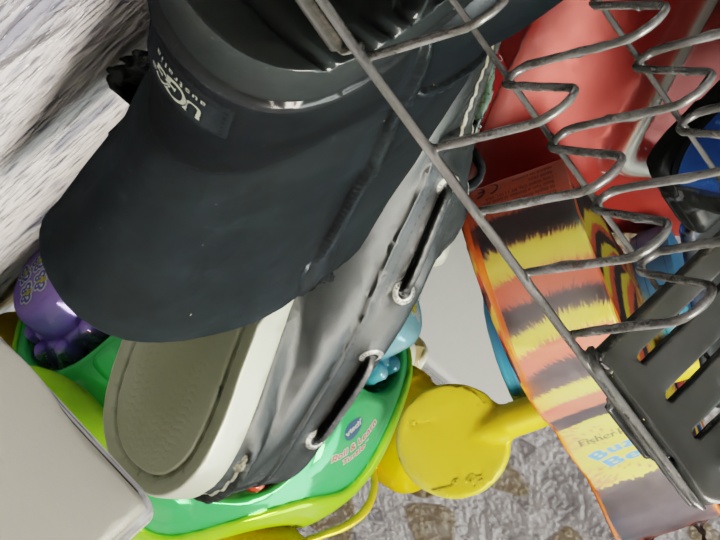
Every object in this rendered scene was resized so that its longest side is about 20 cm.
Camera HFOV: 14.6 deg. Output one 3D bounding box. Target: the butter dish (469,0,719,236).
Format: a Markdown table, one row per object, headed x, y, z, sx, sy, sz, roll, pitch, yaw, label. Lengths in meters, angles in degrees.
| x | y | z | sx | sy | sz | roll | pitch | yaw | label |
| --- | --- | --- | --- | --- | --- | --- | --- | --- | --- |
| 0.118 | -0.122 | 0.887 | 0.200 | 0.148 | 0.200 | 2 | 130 | -35 | butter dish |

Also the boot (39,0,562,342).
| x | y | z | sx | sy | sz | roll | pitch | yaw | label |
| --- | --- | --- | --- | --- | --- | --- | --- | --- | --- |
| 0.014 | -0.071 | 0.682 | 0.200 | 0.076 | 0.168 | -36 | 172 | -24 | boot |

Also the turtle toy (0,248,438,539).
| x | y | z | sx | sy | sz | roll | pitch | yaw | label |
| --- | --- | --- | --- | --- | --- | --- | --- | --- | --- |
| -0.061 | 0.037 | 0.888 | 0.200 | 0.146 | 0.101 | -41 | 157 | -32 | turtle toy |

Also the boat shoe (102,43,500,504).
| x | y | z | sx | sy | sz | roll | pitch | yaw | label |
| --- | --- | --- | --- | --- | --- | --- | --- | --- | --- |
| -0.001 | -0.021 | 0.797 | 0.066 | 0.074 | 0.200 | 16 | 101 | -45 | boat shoe |

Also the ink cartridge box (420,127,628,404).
| x | y | z | sx | sy | sz | roll | pitch | yaw | label |
| --- | --- | --- | --- | --- | --- | --- | --- | --- | --- |
| 0.024 | -0.010 | 1.137 | 0.084 | 0.144 | 0.200 | -50 | 179 | -4 | ink cartridge box |

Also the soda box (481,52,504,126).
| x | y | z | sx | sy | sz | roll | pitch | yaw | label |
| --- | --- | --- | --- | --- | --- | --- | --- | --- | --- |
| 0.096 | -0.144 | 1.022 | 0.200 | 0.063 | 0.070 | -45 | 177 | 34 | soda box |

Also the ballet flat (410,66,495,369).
| x | y | z | sx | sy | sz | roll | pitch | yaw | label |
| --- | --- | --- | --- | --- | --- | --- | --- | --- | --- |
| 0.000 | 0.000 | 0.979 | 0.074 | 0.074 | 0.201 | -38 | 143 | -69 | ballet flat |

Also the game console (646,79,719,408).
| x | y | z | sx | sy | sz | roll | pitch | yaw | label |
| --- | --- | --- | --- | --- | --- | --- | --- | --- | --- |
| 0.183 | -0.050 | 0.758 | 0.200 | 0.118 | 0.171 | -46 | -151 | -17 | game console |

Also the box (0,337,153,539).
| x | y | z | sx | sy | sz | roll | pitch | yaw | label |
| --- | --- | --- | --- | --- | --- | --- | --- | --- | --- |
| -0.147 | 0.091 | 0.699 | 0.078 | 0.095 | 0.200 | -40 | 175 | -48 | box |

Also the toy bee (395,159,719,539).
| x | y | z | sx | sy | sz | roll | pitch | yaw | label |
| --- | --- | --- | --- | --- | --- | --- | --- | --- | --- |
| 0.091 | 0.042 | 0.879 | 0.131 | 0.109 | 0.200 | -30 | 154 | 31 | toy bee |

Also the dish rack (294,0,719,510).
| x | y | z | sx | sy | sz | roll | pitch | yaw | label |
| --- | --- | --- | --- | --- | --- | --- | --- | --- | --- |
| 0.073 | -0.057 | 0.580 | 0.153 | 0.200 | 0.055 | -42 | -164 | -20 | dish rack |
